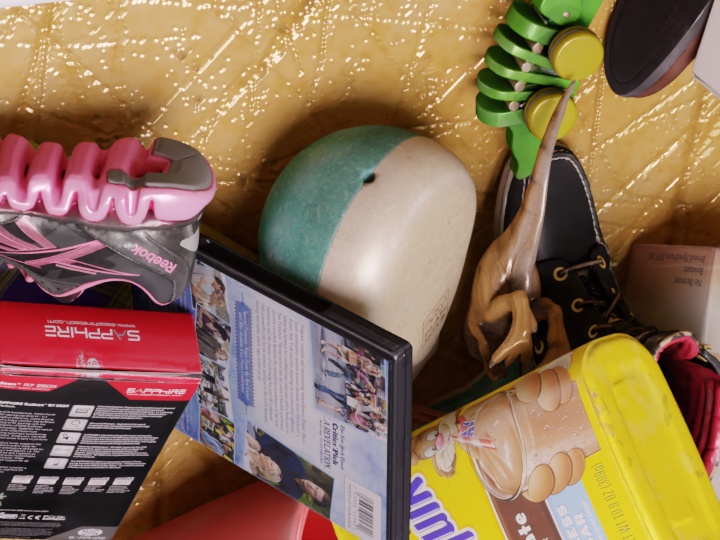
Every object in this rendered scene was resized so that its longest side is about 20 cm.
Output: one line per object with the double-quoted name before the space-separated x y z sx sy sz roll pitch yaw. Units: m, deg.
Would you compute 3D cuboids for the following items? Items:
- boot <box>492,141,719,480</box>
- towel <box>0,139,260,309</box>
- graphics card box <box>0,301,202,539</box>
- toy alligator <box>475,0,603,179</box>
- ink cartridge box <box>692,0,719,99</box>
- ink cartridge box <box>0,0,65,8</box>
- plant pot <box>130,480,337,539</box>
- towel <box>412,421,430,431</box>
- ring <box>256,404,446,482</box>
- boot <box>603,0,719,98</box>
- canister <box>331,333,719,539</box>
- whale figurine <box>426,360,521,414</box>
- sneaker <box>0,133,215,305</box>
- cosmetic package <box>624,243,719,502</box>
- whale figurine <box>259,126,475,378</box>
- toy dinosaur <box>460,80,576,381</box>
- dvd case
"boot" 0.145 0.030 1.235 0.073 0.150 0.202 -11 106 -24
"towel" -0.154 0.015 1.227 0.199 0.023 0.144 31 111 -34
"graphics card box" -0.178 0.090 1.213 0.125 0.051 0.200 3 145 -21
"toy alligator" 0.105 -0.141 1.181 0.054 0.059 0.201 7 122 -23
"ink cartridge box" 0.298 -0.154 1.161 0.199 0.084 0.146 -3 122 -30
"ink cartridge box" -0.135 -0.218 1.059 0.199 0.047 0.161 -10 127 -19
"plant pot" -0.056 0.220 1.290 0.176 0.201 0.201 -14 135 30
"towel" 0.111 0.178 1.270 0.036 0.148 0.201 -37 111 -43
"ring" 0.027 0.169 1.350 0.199 0.019 0.202 7 119 12
"boot" 0.258 -0.153 1.241 0.199 0.069 0.189 21 108 -38
"canister" 0.091 0.136 1.171 0.199 0.149 0.086 -30 168 38
"whale figurine" 0.124 0.141 1.363 0.159 0.104 0.200 -34 127 7
"sneaker" -0.177 -0.023 1.131 0.198 0.079 0.096 7 124 4
"cosmetic package" 0.211 0.089 1.300 0.087 0.103 0.202 9 87 -25
"whale figurine" 0.000 0.000 1.221 0.159 0.103 0.200 -54 158 -25
"toy dinosaur" 0.085 0.003 1.195 0.060 0.107 0.201 -5 141 -23
"dvd case" -0.052 0.059 1.170 0.018 0.199 0.143 -34 138 -38
